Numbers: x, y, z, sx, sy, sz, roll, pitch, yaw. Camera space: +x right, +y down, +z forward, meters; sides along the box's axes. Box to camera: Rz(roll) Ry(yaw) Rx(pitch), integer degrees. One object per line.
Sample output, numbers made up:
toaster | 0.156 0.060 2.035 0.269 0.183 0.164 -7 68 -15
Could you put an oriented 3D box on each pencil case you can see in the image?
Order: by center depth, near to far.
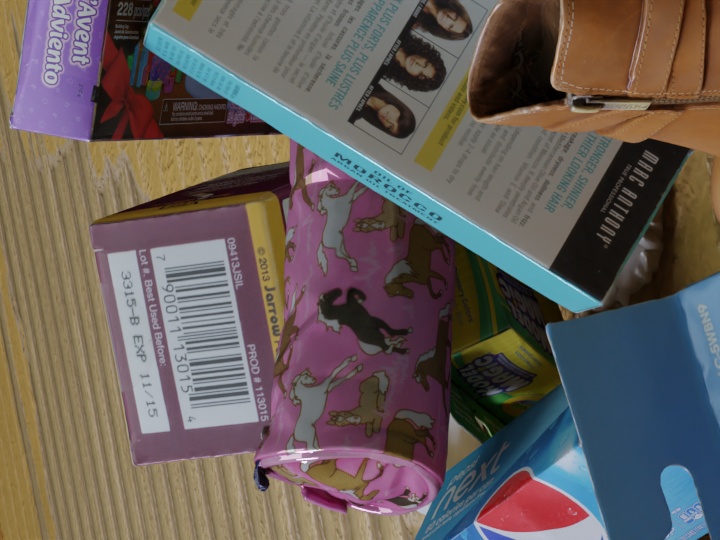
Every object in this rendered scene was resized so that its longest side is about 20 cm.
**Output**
pencil case | 0.000 0.000 1.057 0.083 0.086 0.201 44 -133 -62

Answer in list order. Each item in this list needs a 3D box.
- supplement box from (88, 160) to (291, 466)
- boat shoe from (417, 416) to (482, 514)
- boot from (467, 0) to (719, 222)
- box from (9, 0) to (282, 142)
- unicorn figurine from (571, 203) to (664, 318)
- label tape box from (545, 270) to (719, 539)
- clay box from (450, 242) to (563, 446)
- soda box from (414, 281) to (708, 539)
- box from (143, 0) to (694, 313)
supplement box | -0.048 0.014 1.320 0.200 0.103 0.131 -26 -74 -67
boat shoe | 0.038 0.043 1.285 0.067 0.074 0.200 -1 122 33
boot | 0.109 -0.063 0.858 0.200 0.154 0.074 105 148 -55
box | -0.073 -0.124 1.028 0.200 0.039 0.137 -12 -69 -69
unicorn figurine | 0.080 -0.061 1.043 0.074 0.137 0.201 15 96 49
label tape box | 0.169 0.054 0.675 0.063 0.199 0.145 133 123 -67
clay box | 0.050 -0.009 1.152 0.115 0.048 0.200 39 -152 -59
soda box | 0.095 0.087 1.022 0.064 0.068 0.200 36 142 -8
box | 0.023 -0.070 0.950 0.082 0.200 0.049 -59 4 -8
